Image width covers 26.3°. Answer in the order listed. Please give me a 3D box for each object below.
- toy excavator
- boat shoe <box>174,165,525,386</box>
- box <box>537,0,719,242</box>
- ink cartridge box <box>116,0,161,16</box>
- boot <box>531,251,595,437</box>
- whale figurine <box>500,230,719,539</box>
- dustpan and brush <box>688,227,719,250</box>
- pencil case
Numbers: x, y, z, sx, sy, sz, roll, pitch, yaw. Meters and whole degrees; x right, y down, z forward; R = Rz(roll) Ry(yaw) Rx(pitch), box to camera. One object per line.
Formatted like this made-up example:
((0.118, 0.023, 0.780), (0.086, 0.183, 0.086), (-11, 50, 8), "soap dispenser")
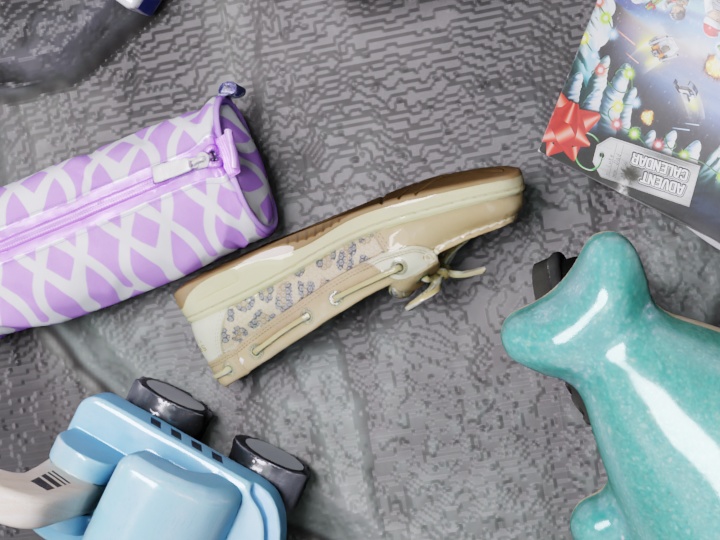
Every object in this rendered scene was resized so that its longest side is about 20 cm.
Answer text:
((-0.135, 0.112, 0.766), (0.193, 0.200, 0.100), (28, 95, 7), "toy excavator")
((0.000, 0.000, 0.812), (0.199, 0.073, 0.063), (-21, 94, 20), "boat shoe")
((0.198, -0.078, 0.732), (0.199, 0.040, 0.138), (29, 112, 23), "box")
((-0.143, -0.275, 0.839), (0.199, 0.041, 0.200), (36, 95, 6), "ink cartridge box")
((0.197, 0.051, 0.770), (0.157, 0.079, 0.212), (-33, 97, 15), "boot")
((0.153, 0.078, 0.687), (0.159, 0.104, 0.200), (-43, 96, 16), "whale figurine")
((0.271, -0.029, 0.778), (0.200, 0.057, 0.140), (40, 103, 13), "dustpan and brush")
((-0.140, -0.024, 0.823), (0.199, 0.085, 0.085), (-23, 89, 10), "pencil case")
